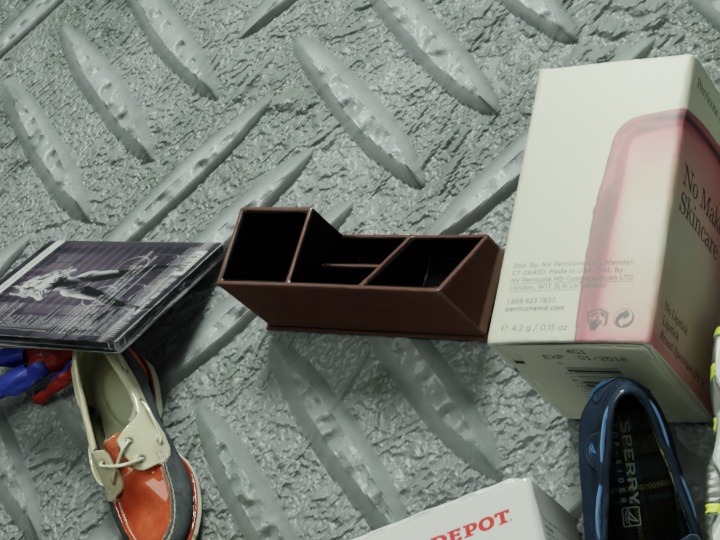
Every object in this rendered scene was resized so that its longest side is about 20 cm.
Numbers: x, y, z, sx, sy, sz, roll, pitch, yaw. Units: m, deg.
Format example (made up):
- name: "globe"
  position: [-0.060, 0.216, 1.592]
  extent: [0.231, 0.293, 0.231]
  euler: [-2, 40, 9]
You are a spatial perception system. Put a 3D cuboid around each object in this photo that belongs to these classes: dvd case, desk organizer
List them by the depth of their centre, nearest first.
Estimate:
- name: "desk organizer"
  position: [0.000, 0.000, 1.088]
  extent: [0.199, 0.077, 0.072]
  euler: [1, 65, 34]
- name: "dvd case"
  position: [-0.227, 0.019, 1.222]
  extent: [0.199, 0.016, 0.149]
  euler: [2, 32, 34]

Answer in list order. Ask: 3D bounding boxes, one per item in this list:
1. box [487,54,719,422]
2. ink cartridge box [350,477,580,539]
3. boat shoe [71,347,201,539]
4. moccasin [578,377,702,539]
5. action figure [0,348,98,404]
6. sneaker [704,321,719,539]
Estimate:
- name: "box"
  position: [0.170, -0.017, 0.952]
  extent: [0.109, 0.128, 0.201]
  euler: [-2, 63, 33]
- name: "ink cartridge box"
  position: [0.073, 0.246, 0.890]
  extent: [0.144, 0.084, 0.201]
  euler: [-25, 53, 20]
- name: "boat shoe"
  position: [-0.176, 0.134, 1.137]
  extent: [0.071, 0.063, 0.200]
  euler: [-31, 52, 12]
- name: "moccasin"
  position: [0.157, 0.161, 0.851]
  extent: [0.080, 0.068, 0.201]
  euler: [-16, 80, 1]
- name: "action figure"
  position: [-0.273, 0.076, 1.246]
  extent: [0.199, 0.052, 0.066]
  euler: [-21, 59, 16]
- name: "sneaker"
  position: [0.241, 0.120, 0.862]
  extent: [0.076, 0.075, 0.201]
  euler: [-1, 69, 19]
